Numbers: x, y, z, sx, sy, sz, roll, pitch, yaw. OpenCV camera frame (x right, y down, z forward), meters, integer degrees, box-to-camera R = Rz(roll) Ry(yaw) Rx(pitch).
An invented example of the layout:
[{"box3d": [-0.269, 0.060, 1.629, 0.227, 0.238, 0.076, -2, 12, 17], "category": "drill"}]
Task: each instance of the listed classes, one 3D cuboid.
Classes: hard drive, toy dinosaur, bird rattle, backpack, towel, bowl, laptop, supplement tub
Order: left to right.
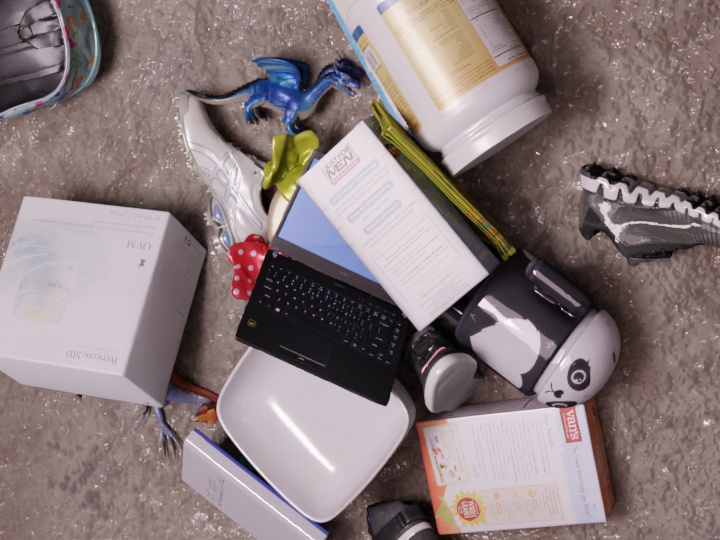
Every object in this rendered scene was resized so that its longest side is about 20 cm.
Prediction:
[{"box3d": [-0.399, -0.270, 1.707, 0.198, 0.150, 0.179, -13, 98, 31], "category": "backpack"}, {"box3d": [-0.254, 0.133, 1.769, 0.179, 0.105, 0.202, -4, 89, 4], "category": "toy dinosaur"}, {"box3d": [-0.127, 0.278, 1.735, 0.199, 0.025, 0.132, 36, 152, 12], "category": "hard drive"}, {"box3d": [-0.059, -0.048, 1.606, 0.161, 0.113, 0.202, 12, 83, 15], "category": "bird rattle"}, {"box3d": [-0.043, 0.151, 1.625, 0.200, 0.075, 0.200, 45, 115, 12], "category": "bowl"}, {"box3d": [-0.012, 0.008, 1.535, 0.176, 0.201, 0.104, 24, 139, -7], "category": "laptop"}, {"box3d": [0.083, -0.092, 1.501, 0.018, 0.086, 0.200, -43, 115, 8], "category": "towel"}, {"box3d": [0.091, -0.212, 1.489, 0.144, 0.145, 0.201, -33, 88, 24], "category": "supplement tub"}]

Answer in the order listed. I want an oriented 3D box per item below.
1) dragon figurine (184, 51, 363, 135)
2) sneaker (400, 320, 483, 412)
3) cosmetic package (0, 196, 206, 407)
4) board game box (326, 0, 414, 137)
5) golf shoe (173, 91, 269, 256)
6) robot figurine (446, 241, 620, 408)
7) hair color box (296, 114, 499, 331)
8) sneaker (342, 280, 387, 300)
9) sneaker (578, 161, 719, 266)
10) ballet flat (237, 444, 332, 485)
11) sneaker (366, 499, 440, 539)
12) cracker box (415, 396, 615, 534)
[{"box3d": [-0.092, -0.211, 1.645, 0.198, 0.059, 0.100, 17, 105, 14], "category": "dragon figurine"}, {"box3d": [0.073, 0.095, 1.573, 0.071, 0.200, 0.099, -44, 76, 1], "category": "sneaker"}, {"box3d": [-0.311, 0.035, 1.702, 0.197, 0.123, 0.202, 6, 71, 20], "category": "cosmetic package"}, {"box3d": [0.065, -0.248, 1.590, 0.134, 0.034, 0.201, -29, 89, 24], "category": "board game box"}, {"box3d": [-0.149, -0.120, 1.692, 0.096, 0.078, 0.202, -20, 99, 7], "category": "golf shoe"}, {"box3d": [0.179, 0.059, 1.555, 0.199, 0.150, 0.125, 37, 91, 12], "category": "robot figurine"}, {"box3d": [0.039, -0.050, 1.496, 0.099, 0.061, 0.200, -40, 89, 21], "category": "hair color box"}, {"box3d": [0.000, 0.000, 1.643, 0.199, 0.077, 0.084, -38, 89, 22], "category": "sneaker"}, {"box3d": [0.314, -0.042, 1.518, 0.198, 0.066, 0.091, 19, 110, 21], "category": "sneaker"}, {"box3d": [-0.052, 0.224, 1.723, 0.199, 0.068, 0.073, -24, 110, 20], "category": "ballet flat"}, {"box3d": [0.025, 0.334, 1.712, 0.200, 0.073, 0.113, -44, 56, 39], "category": "sneaker"}, {"box3d": [0.172, 0.215, 1.627, 0.198, 0.058, 0.135, -8, 98, 24], "category": "cracker box"}]
